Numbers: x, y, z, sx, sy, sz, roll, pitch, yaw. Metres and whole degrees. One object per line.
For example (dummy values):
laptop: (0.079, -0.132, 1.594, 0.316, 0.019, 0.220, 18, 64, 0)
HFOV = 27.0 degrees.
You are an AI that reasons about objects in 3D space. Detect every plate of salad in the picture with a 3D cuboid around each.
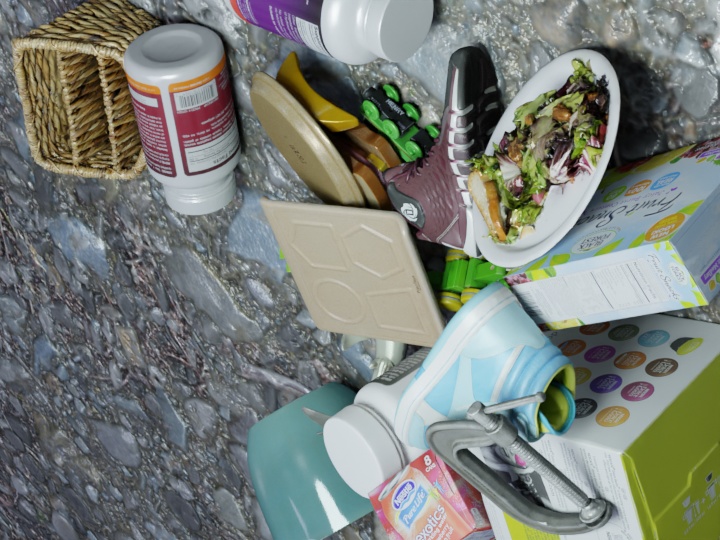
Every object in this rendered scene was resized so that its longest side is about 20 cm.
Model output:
plate of salad: (0.148, -0.100, 1.285, 0.048, 0.201, 0.200, 23, 157, -25)

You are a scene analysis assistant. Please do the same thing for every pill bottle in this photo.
pill bottle: (-0.031, -0.263, 1.409, 0.199, 0.112, 0.113, 27, 139, 34)
pill bottle: (-0.197, -0.168, 1.706, 0.113, 0.113, 0.201, 27, 139, 34)
pill bottle: (0.064, 0.150, 1.592, 0.114, 0.199, 0.114, 36, 143, 34)

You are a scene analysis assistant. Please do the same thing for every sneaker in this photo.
sneaker: (0.068, -0.112, 1.418, 0.115, 0.076, 0.201, 8, 111, 32)
sneaker: (0.111, 0.119, 1.294, 0.131, 0.079, 0.201, 43, 136, 17)

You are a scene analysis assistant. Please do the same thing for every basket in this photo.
basket: (-0.304, -0.199, 1.777, 0.142, 0.149, 0.201, 33, 142, 27)

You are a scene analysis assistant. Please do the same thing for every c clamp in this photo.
c clamp: (0.140, 0.171, 1.267, 0.170, 0.027, 0.200, -9, 136, 46)

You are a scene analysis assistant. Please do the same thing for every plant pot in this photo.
plant pot: (-0.046, 0.234, 1.836, 0.162, 0.200, 0.200, 61, 148, 7)

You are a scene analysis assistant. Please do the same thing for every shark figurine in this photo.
shark figurine: (0.022, 0.097, 1.697, 0.127, 0.216, 0.089, 16, -179, 11)

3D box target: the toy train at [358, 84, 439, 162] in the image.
toy train: (0.074, -0.107, 1.496, 0.200, 0.042, 0.056, 44, 157, 13)

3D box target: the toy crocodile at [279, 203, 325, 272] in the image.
toy crocodile: (-0.040, -0.035, 1.682, 0.200, 0.061, 0.068, -12, 80, 63)

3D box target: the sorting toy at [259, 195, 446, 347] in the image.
sorting toy: (0.000, 0.000, 1.575, 0.199, 0.037, 0.186, 11, 138, 37)

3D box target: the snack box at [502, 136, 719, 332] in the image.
snack box: (0.240, -0.032, 1.235, 0.068, 0.169, 0.200, 54, 149, -13)

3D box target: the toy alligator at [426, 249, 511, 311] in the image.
toy alligator: (0.134, 0.009, 1.519, 0.054, 0.060, 0.200, 22, 162, -31)

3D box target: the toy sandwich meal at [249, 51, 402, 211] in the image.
toy sandwich meal: (-0.035, -0.138, 1.559, 0.205, 0.070, 0.205, 50, 170, 11)

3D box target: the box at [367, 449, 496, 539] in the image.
box: (0.114, 0.235, 1.531, 0.100, 0.199, 0.096, -39, 67, 28)

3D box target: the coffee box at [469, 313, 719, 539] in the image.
coffee box: (0.242, 0.172, 1.399, 0.197, 0.199, 0.201, 10, 128, 45)
